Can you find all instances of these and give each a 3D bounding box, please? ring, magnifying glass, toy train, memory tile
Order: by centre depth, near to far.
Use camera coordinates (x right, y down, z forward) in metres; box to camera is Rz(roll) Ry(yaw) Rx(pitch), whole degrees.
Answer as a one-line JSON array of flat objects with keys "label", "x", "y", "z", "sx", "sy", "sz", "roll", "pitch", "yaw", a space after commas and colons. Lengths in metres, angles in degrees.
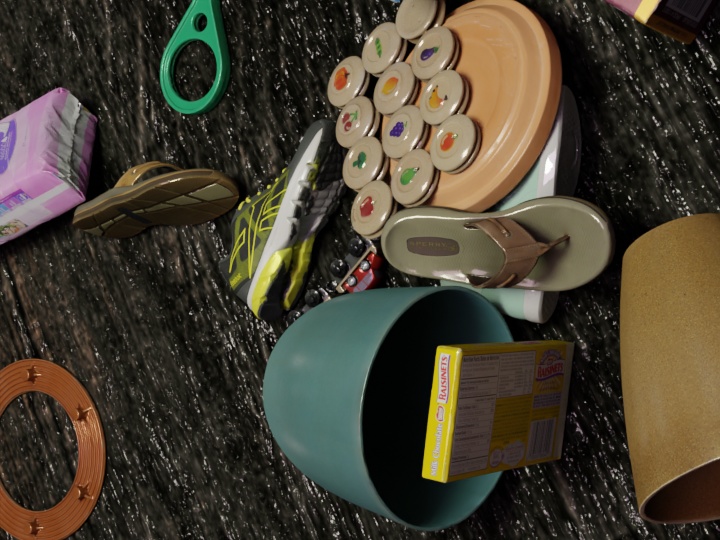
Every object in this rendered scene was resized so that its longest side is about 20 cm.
[{"label": "memory tile", "x": 0.033, "y": -0.140, "z": 1.237, "sx": 0.153, "sy": 0.017, "sz": 0.200, "roll": -37, "pitch": 48, "yaw": 33}, {"label": "toy train", "x": 0.000, "y": 0.000, "z": 1.309, "sx": 0.046, "sy": 0.034, "sz": 0.200, "roll": 45, "pitch": 111, "yaw": 11}, {"label": "magnifying glass", "x": -0.156, "y": -0.256, "z": 1.418, "sx": 0.079, "sy": 0.022, "sz": 0.201, "roll": 14, "pitch": 98, "yaw": 32}, {"label": "ring", "x": -0.356, "y": 0.196, "z": 1.532, "sx": 0.200, "sy": 0.019, "sz": 0.201, "roll": -1, "pitch": 88, "yaw": 33}]

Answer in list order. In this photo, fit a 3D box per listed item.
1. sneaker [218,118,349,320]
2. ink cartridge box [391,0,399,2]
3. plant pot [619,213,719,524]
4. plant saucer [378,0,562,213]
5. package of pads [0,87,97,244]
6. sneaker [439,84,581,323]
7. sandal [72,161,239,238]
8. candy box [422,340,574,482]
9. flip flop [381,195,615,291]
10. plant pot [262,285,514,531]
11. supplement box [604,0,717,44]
[{"label": "sneaker", "x": -0.079, "y": -0.055, "z": 1.332, "sx": 0.085, "sy": 0.074, "sz": 0.200, "roll": 31, "pitch": 105, "yaw": 29}, {"label": "ink cartridge box", "x": 0.044, "y": -0.350, "z": 1.179, "sx": 0.145, "sy": 0.084, "sz": 0.200, "roll": -44, "pitch": 27, "yaw": 48}, {"label": "plant pot", "x": 0.271, "y": 0.065, "z": 1.067, "sx": 0.186, "sy": 0.186, "sz": 0.201, "roll": -29, "pitch": 61, "yaw": 28}, {"label": "plant saucer", "x": 0.086, "y": -0.141, "z": 1.215, "sx": 0.200, "sy": 0.032, "sz": 0.201, "roll": -23, "pitch": 57, "yaw": 40}, {"label": "package of pads", "x": -0.370, "y": -0.098, "z": 1.493, "sx": 0.200, "sy": 0.076, "sz": 0.121, "roll": -24, "pitch": 46, "yaw": 29}, {"label": "sneaker", "x": 0.118, "y": -0.064, "z": 1.207, "sx": 0.118, "sy": 0.074, "sz": 0.201, "roll": 12, "pitch": 98, "yaw": 25}, {"label": "sandal", "x": -0.210, "y": -0.078, "z": 1.423, "sx": 0.200, "sy": 0.080, "sz": 0.054, "roll": -12, "pitch": 61, "yaw": 35}, {"label": "candy box", "x": 0.115, "y": 0.109, "z": 1.135, "sx": 0.026, "sy": 0.200, "sz": 0.103, "roll": 6, "pitch": 92, "yaw": 34}, {"label": "flip flop", "x": 0.107, "y": -0.017, "z": 1.144, "sx": 0.199, "sy": 0.058, "sz": 0.081, "roll": 3, "pitch": 112, "yaw": 21}, {"label": "plant pot", "x": 0.014, "y": 0.106, "z": 1.209, "sx": 0.161, "sy": 0.200, "sz": 0.201, "roll": 7, "pitch": 93, "yaw": 45}, {"label": "supplement box", "x": 0.192, "y": -0.273, "z": 1.148, "sx": 0.200, "sy": 0.110, "sz": 0.086, "roll": 37, "pitch": 107, "yaw": 27}]
